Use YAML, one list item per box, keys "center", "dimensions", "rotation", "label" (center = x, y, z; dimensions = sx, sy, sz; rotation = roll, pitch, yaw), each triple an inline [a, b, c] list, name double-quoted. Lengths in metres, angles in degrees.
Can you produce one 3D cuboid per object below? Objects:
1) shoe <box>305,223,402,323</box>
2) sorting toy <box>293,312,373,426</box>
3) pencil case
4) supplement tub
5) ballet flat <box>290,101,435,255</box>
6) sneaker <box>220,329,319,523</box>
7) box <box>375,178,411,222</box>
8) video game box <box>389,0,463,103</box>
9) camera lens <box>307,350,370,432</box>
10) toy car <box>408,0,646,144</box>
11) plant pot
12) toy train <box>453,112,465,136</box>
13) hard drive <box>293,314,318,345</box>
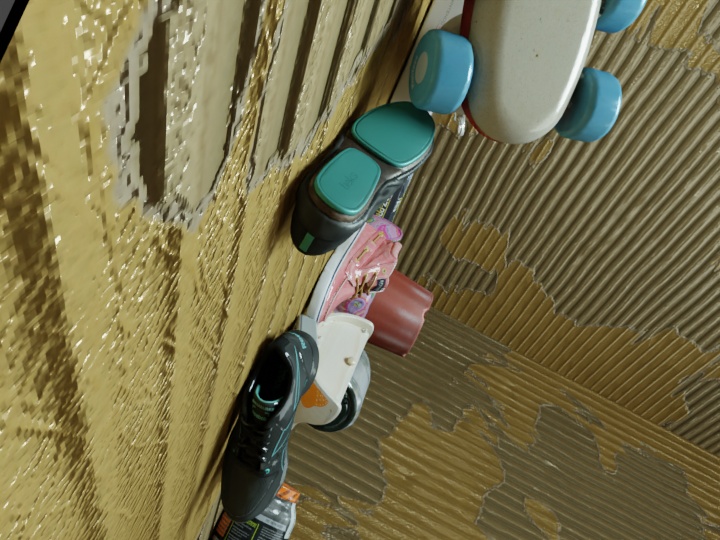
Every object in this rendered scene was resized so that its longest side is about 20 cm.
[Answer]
- center: [-0.004, 0.011, 0.788]
  dimensions: [0.072, 0.089, 0.202]
  rotation: [113, 3, -49]
  label: "shoe"
- center: [-0.080, 0.179, 0.892]
  dimensions: [0.182, 0.105, 0.201]
  rotation: [-58, -178, 34]
  label: "sorting toy"
- center: [0.000, 0.000, 0.938]
  dimensions: [0.088, 0.086, 0.203]
  rotation: [-59, 173, -62]
  label: "pencil case"
- center: [-0.188, 0.455, 0.913]
  dimensions: [0.203, 0.120, 0.123]
  rotation: [-63, 177, -18]
  label: "supplement tub"
- center: [-0.001, -0.077, 0.434]
  dimensions: [0.200, 0.068, 0.069]
  rotation: [-49, 177, -47]
  label: "ballet flat"
- center: [-0.104, 0.157, 0.548]
  dimensions: [0.079, 0.074, 0.205]
  rotation: [36, 71, -78]
  label: "sneaker"
- center: [0.052, -0.132, 1.065]
  dimensions: [0.200, 0.048, 0.165]
  rotation: [-50, 162, -79]
  label: "box"
- center: [0.099, -0.278, 0.679]
  dimensions: [0.182, 0.046, 0.204]
  rotation: [-59, 174, -77]
  label: "video game box"
- center: [-0.062, 0.265, 1.264]
  dimensions: [0.163, 0.157, 0.200]
  rotation: [-65, 177, 18]
  label: "camera lens"
- center: [0.121, -0.219, 0.514]
  dimensions: [0.200, 0.180, 0.182]
  rotation: [-133, -130, -67]
  label: "toy car"
- center: [0.040, 0.073, 1.146]
  dimensions: [0.204, 0.192, 0.201]
  rotation: [-64, 178, -4]
  label: "plant pot"
- center: [0.151, -0.327, 0.858]
  dimensions: [0.152, 0.054, 0.203]
  rotation: [-85, 179, -47]
  label: "toy train"
- center: [-0.106, 0.163, 0.663]
  dimensions: [0.132, 0.026, 0.204]
  rotation: [-129, -117, -81]
  label: "hard drive"
